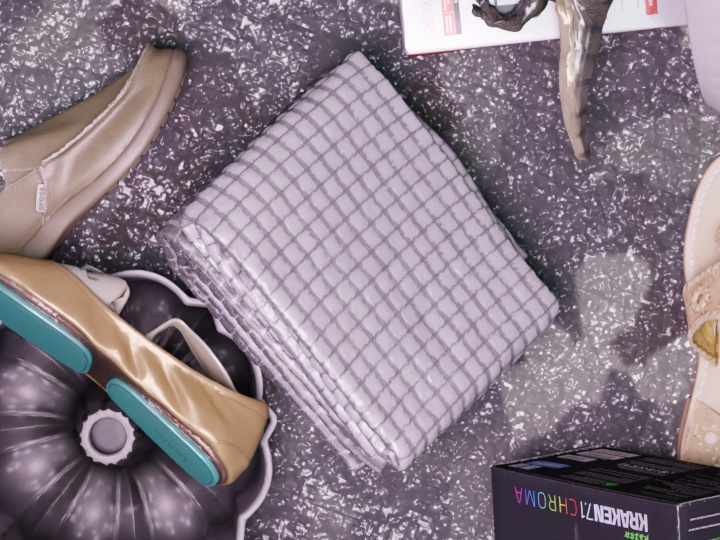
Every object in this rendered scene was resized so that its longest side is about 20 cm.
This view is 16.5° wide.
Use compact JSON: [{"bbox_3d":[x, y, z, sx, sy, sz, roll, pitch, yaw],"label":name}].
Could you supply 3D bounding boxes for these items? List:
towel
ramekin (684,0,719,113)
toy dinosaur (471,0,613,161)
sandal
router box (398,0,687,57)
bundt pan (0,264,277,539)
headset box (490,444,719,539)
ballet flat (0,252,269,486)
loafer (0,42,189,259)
[{"bbox_3d":[0.000,0.000,1.436,0.200,0.085,0.166,50,59,-7],"label":"towel"},{"bbox_3d":[0.234,-0.175,1.390,0.093,0.202,0.204,-5,96,14],"label":"ramekin"},{"bbox_3d":[0.114,-0.168,1.416,0.087,0.047,0.202,11,99,-7],"label":"toy dinosaur"},{"bbox_3d":[0.228,0.037,1.469,0.077,0.070,0.214,6,96,1],"label":"sandal"},{"bbox_3d":[0.103,-0.234,1.455,0.178,0.049,0.202,-5,96,2],"label":"router box"},{"bbox_3d":[-0.147,0.094,1.481,0.200,0.076,0.204,0,96,1],"label":"bundt pan"},{"bbox_3d":[0.164,0.214,1.429,0.092,0.174,0.202,-7,98,-33],"label":"headset box"},{"bbox_3d":[-0.137,0.042,1.416,0.200,0.069,0.063,41,68,-5],"label":"ballet flat"},{"bbox_3d":[-0.179,-0.062,1.467,0.067,0.076,0.200,40,95,-9],"label":"loafer"}]
